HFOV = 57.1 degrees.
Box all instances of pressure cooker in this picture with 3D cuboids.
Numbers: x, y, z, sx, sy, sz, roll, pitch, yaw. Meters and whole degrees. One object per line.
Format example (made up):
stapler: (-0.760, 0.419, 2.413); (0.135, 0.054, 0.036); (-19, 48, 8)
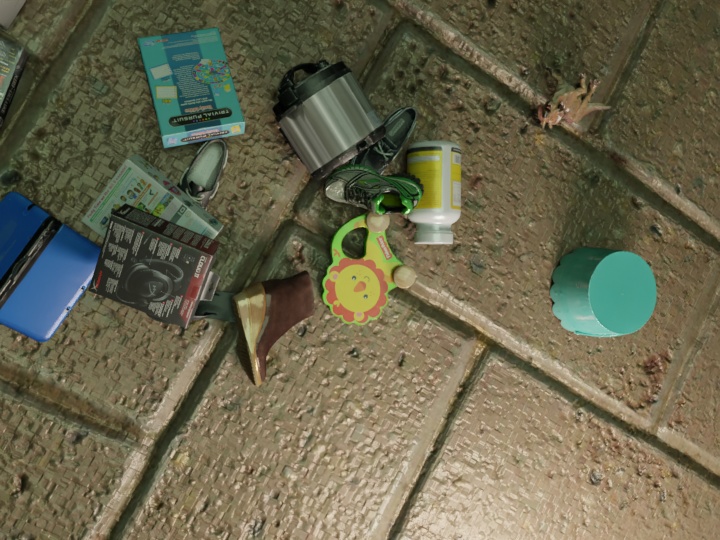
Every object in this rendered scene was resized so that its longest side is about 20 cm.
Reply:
pressure cooker: (-0.066, -0.297, 1.246); (0.178, 0.176, 0.201); (-34, 100, -7)

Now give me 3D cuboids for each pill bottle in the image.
pill bottle: (0.149, -0.156, 1.348); (0.111, 0.112, 0.203); (1, 90, -17)

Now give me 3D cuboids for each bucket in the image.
bucket: (0.537, 0.048, 1.456); (0.205, 0.135, 0.210); (0, 91, -17)

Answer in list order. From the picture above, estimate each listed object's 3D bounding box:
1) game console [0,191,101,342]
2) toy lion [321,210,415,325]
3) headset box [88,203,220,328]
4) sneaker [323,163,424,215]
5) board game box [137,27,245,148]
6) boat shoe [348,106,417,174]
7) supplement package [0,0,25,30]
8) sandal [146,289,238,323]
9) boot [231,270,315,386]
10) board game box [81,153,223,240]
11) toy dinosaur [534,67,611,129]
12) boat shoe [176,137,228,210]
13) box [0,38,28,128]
game console: (-0.591, -0.006, 1.175); (0.170, 0.118, 0.201); (31, 80, 17)
toy lion: (0.000, 0.000, 1.337); (0.190, 0.069, 0.202); (-27, 98, -7)
headset box: (-0.345, -0.004, 1.146); (0.198, 0.077, 0.150); (21, 110, -9)
sneaker: (0.018, -0.153, 1.281); (0.198, 0.085, 0.079); (6, 128, 18)
board game box: (-0.310, -0.337, 1.213); (0.149, 0.047, 0.202); (-14, 78, -16)
boat shoe: (0.047, -0.249, 1.338); (0.072, 0.068, 0.201); (41, 82, -13)
supplement package: (-0.651, -0.535, 1.081); (0.199, 0.151, 0.153); (30, 83, -15)
sandal: (-0.303, 0.063, 1.249); (0.198, 0.043, 0.077); (1, 90, -17)
boot: (-0.156, 0.112, 1.282); (0.165, 0.072, 0.202); (-17, 113, -30)
board game box: (-0.371, -0.086, 1.189); (0.200, 0.064, 0.148); (40, 104, -14)
toy dinosaur: (0.458, -0.361, 1.460); (0.198, 0.086, 0.137); (12, 98, -33)
boat shoe: (-0.303, -0.158, 1.237); (0.073, 0.060, 0.202); (30, 83, -17)
box: (-0.696, -0.342, 1.122); (0.198, 0.050, 0.159); (20, 85, -16)
